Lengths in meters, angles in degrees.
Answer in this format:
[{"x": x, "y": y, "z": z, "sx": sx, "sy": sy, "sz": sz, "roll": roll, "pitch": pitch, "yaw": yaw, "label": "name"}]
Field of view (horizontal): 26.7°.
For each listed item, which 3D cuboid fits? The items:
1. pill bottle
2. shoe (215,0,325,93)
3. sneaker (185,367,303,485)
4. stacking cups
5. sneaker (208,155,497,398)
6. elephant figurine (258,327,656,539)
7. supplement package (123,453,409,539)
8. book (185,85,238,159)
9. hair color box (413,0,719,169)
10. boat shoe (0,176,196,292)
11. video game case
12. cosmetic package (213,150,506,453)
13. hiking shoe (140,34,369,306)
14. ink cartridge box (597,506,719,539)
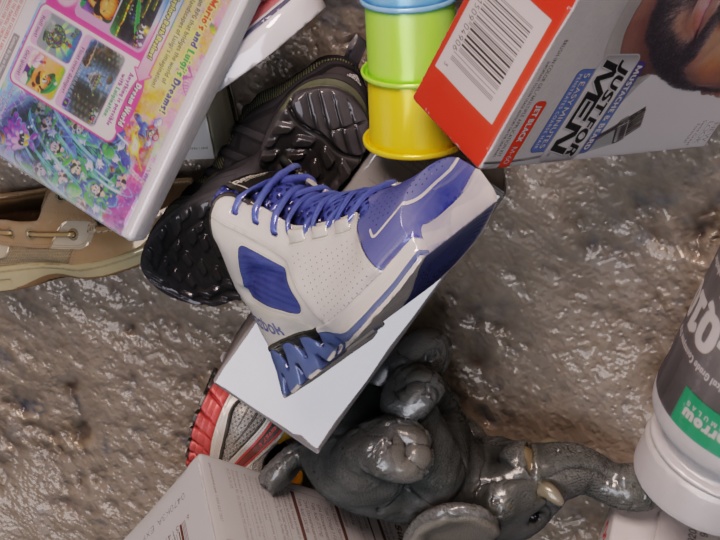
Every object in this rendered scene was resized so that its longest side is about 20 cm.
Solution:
[{"x": 0.245, "y": 0.058, "z": 0.917, "sx": 0.112, "sy": 0.113, "sz": 0.201, "roll": 21, "pitch": 123, "yaw": 4, "label": "pill bottle"}, {"x": -0.120, "y": -0.138, "z": 0.889, "sx": 0.199, "sy": 0.072, "sz": 0.091, "roll": -27, "pitch": 102, "yaw": 28, "label": "shoe"}, {"x": -0.087, "y": 0.169, "z": 1.106, "sx": 0.081, "sy": 0.078, "sz": 0.201, "roll": 14, "pitch": 124, "yaw": 4, "label": "sneaker"}, {"x": 0.029, "y": -0.160, "z": 0.787, "sx": 0.060, "sy": 0.061, "sz": 0.202, "roll": 6, "pitch": 117, "yaw": 14, "label": "stacking cups"}, {"x": -0.024, "y": -0.016, "z": 0.806, "sx": 0.115, "sy": 0.080, "sz": 0.199, "roll": 52, "pitch": 143, "yaw": 4, "label": "sneaker"}, {"x": 0.068, "y": 0.144, "z": 1.018, "sx": 0.200, "sy": 0.142, "sz": 0.155, "roll": 42, "pitch": 159, "yaw": -23, "label": "elephant figurine"}, {"x": -0.055, "y": 0.228, "z": 1.051, "sx": 0.199, "sy": 0.118, "sz": 0.117, "roll": 24, "pitch": 120, "yaw": -35, "label": "supplement package"}, {"x": -0.163, "y": -0.168, "z": 0.953, "sx": 0.132, "sy": 0.048, "sz": 0.202, "roll": -1, "pitch": 117, "yaw": 19, "label": "book"}, {"x": 0.134, "y": -0.119, "z": 0.799, "sx": 0.064, "sy": 0.199, "sz": 0.111, "roll": 49, "pitch": 129, "yaw": 28, "label": "hair color box"}, {"x": -0.189, "y": -0.036, "z": 1.021, "sx": 0.198, "sy": 0.071, "sz": 0.065, "roll": -13, "pitch": 116, "yaw": 25, "label": "boat shoe"}, {"x": -0.153, "y": -0.148, "z": 0.857, "sx": 0.181, "sy": 0.024, "sz": 0.201, "roll": 32, "pitch": 103, "yaw": 16, "label": "video game case"}, {"x": 0.000, "y": 0.000, "z": 0.932, "sx": 0.090, "sy": 0.107, "sz": 0.201, "roll": 32, "pitch": 106, "yaw": -4, "label": "cosmetic package"}, {"x": -0.058, "y": -0.056, "z": 0.932, "sx": 0.076, "sy": 0.101, "sz": 0.200, "roll": 41, "pitch": 123, "yaw": -16, "label": "hiking shoe"}, {"x": 0.208, "y": 0.289, "z": 1.043, "sx": 0.143, "sy": 0.148, "sz": 0.201, "roll": 17, "pitch": 123, "yaw": 6, "label": "ink cartridge box"}]
